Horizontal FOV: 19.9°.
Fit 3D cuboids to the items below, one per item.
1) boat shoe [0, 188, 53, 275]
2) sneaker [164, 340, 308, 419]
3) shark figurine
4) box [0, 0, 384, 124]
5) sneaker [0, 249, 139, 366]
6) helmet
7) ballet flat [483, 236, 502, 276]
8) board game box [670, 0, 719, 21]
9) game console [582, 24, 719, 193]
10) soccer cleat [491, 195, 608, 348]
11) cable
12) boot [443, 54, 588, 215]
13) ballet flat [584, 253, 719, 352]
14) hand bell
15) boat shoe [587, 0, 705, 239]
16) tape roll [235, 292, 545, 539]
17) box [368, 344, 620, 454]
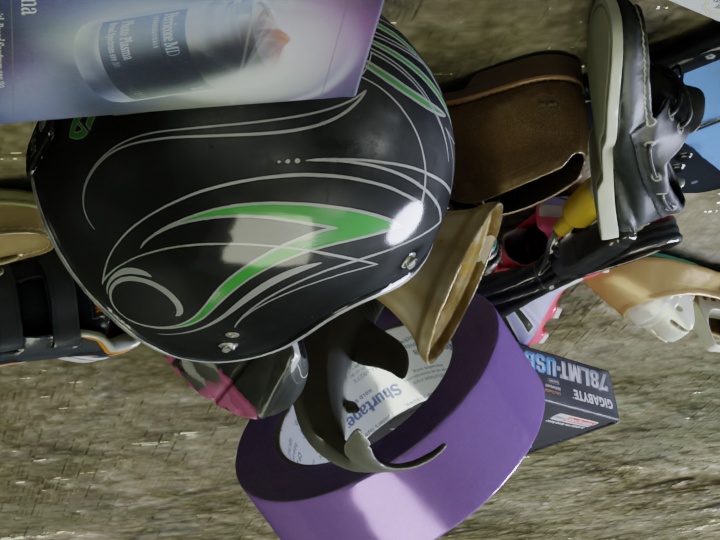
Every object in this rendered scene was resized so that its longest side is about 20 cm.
[{"bbox_3d":[-0.281,-0.005,1.287,0.199,0.064,0.073,-8,159,-3],"label":"boat shoe"},{"bbox_3d":[-0.089,-0.001,1.234,0.080,0.200,0.086,-43,159,19],"label":"sneaker"},{"bbox_3d":[-0.026,0.059,1.261,0.128,0.215,0.089,-32,123,24],"label":"shark figurine"},{"bbox_3d":[-0.089,-0.161,0.887,0.197,0.124,0.200,-6,159,-11],"label":"box"},{"bbox_3d":[-0.220,0.024,1.370,0.079,0.079,0.199,-20,168,40],"label":"sneaker"},{"bbox_3d":[-0.053,-0.062,1.066,0.190,0.201,0.200,-29,152,25],"label":"helmet"},{"bbox_3d":[0.000,0.000,1.398,0.199,0.068,0.075,-2,143,-24],"label":"ballet flat"},{"bbox_3d":[0.174,-0.191,1.032,0.199,0.034,0.134,12,151,-43],"label":"board game box"},{"bbox_3d":[0.250,-0.109,1.277,0.199,0.031,0.177,-21,156,28],"label":"game console"},{"bbox_3d":[0.119,0.001,1.471,0.076,0.067,0.200,13,151,-20],"label":"soccer cleat"},{"bbox_3d":[0.135,-0.014,1.376,0.097,0.051,0.200,8,152,-43],"label":"cable"},{"bbox_3d":[0.047,-0.064,1.253,0.199,0.076,0.074,-18,159,26],"label":"boot"},{"bbox_3d":[0.257,0.028,1.583,0.199,0.063,0.069,7,153,-35],"label":"ballet flat"},{"bbox_3d":[-0.026,-0.032,1.224,0.199,0.105,0.104,25,161,10],"label":"hand bell"},{"bbox_3d":[0.169,-0.089,1.202,0.066,0.075,0.200,-6,140,2],"label":"boat shoe"},{"bbox_3d":[0.018,0.101,1.329,0.199,0.200,0.066,-22,117,30],"label":"tape roll"},{"bbox_3d":[0.062,0.111,1.556,0.198,0.050,0.200,-23,156,32],"label":"box"}]
